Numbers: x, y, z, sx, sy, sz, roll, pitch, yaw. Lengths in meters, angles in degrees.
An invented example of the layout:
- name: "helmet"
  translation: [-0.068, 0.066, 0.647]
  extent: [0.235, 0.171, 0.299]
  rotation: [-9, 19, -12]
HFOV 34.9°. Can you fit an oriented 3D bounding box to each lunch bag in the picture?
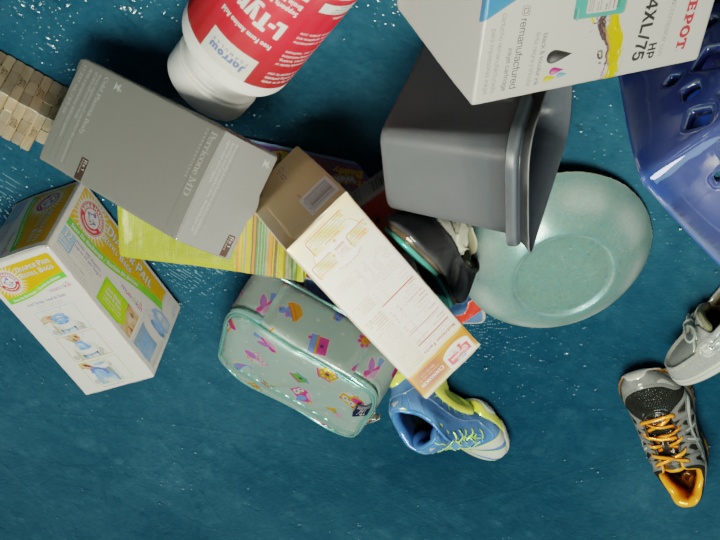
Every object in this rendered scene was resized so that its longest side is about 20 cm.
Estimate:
- name: "lunch bag"
  translation: [-0.058, 0.101, 1.260]
  extent: [0.198, 0.078, 0.161]
  rotation: [31, 147, 3]

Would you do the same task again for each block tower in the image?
- name: "block tower"
  translation: [-0.302, -0.145, 1.132]
  extent: [0.198, 0.058, 0.054]
  rotation: [28, 131, -18]

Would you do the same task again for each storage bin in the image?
- name: "storage bin"
  translation: [0.101, -0.131, 0.983]
  extent: [0.132, 0.201, 0.147]
  rotation: [8, 134, 16]

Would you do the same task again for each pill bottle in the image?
- name: "pill bottle"
  translation: [-0.082, -0.224, 0.977]
  extent: [0.111, 0.113, 0.200]
  rotation: [32, 130, -19]

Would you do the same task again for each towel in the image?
- name: "towel"
  translation: [-0.145, -0.042, 1.117]
  extent: [0.197, 0.018, 0.088]
  rotation: [7, 109, 12]

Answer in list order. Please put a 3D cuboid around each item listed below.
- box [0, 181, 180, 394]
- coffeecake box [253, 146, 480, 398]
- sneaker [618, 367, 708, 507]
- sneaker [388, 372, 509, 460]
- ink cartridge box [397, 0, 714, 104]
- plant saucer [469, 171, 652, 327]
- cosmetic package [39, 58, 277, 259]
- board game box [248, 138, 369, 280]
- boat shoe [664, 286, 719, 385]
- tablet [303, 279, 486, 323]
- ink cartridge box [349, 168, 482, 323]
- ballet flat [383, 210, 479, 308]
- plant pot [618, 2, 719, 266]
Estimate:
- name: "box"
  translation: [-0.300, 0.020, 1.243]
  extent: [0.100, 0.113, 0.201]
  rotation: [-15, 128, 25]
- name: "coffeecake box"
  translation: [0.000, 0.000, 1.033]
  extent: [0.073, 0.154, 0.200]
  rotation: [-43, 118, -1]
- name: "sneaker"
  translation: [0.351, 0.188, 1.300]
  extent: [0.077, 0.078, 0.201]
  rotation: [-18, 125, 27]
- name: "sneaker"
  translation: [0.095, 0.187, 1.327]
  extent: [0.199, 0.106, 0.075]
  rotation: [38, 128, -23]
- name: "ink cartridge box"
  translation: [0.148, -0.238, 0.848]
  extent: [0.197, 0.147, 0.148]
  rotation: [-14, 136, -18]
- name: "plant saucer"
  translation: [0.199, -0.006, 1.145]
  extent: [0.197, 0.039, 0.203]
  rotation: [-3, 130, -4]
- name: "cosmetic package"
  translation: [-0.183, -0.101, 1.028]
  extent: [0.198, 0.108, 0.090]
  rotation: [27, -177, 35]
- name: "board game box"
  translation: [-0.075, -0.047, 1.175]
  extent: [0.197, 0.039, 0.160]
  rotation: [12, 128, 1]
- name: "boat shoe"
  translation: [0.374, 0.037, 1.163]
  extent: [0.064, 0.075, 0.203]
  rotation: [31, 127, -10]
- name: "tablet"
  translation: [0.034, 0.010, 1.240]
  extent: [0.196, 0.014, 0.131]
  rotation: [-2, 131, 11]
- name: "ink cartridge box"
  translation: [0.057, -0.006, 1.157]
  extent: [0.161, 0.050, 0.200]
  rotation: [-35, 114, 12]
- name: "ballet flat"
  translation: [0.073, -0.025, 1.053]
  extent: [0.072, 0.074, 0.200]
  rotation: [-5, 161, 15]
- name: "plant pot"
  translation: [0.345, -0.118, 0.941]
  extent: [0.179, 0.201, 0.199]
  rotation: [-36, 117, 29]
